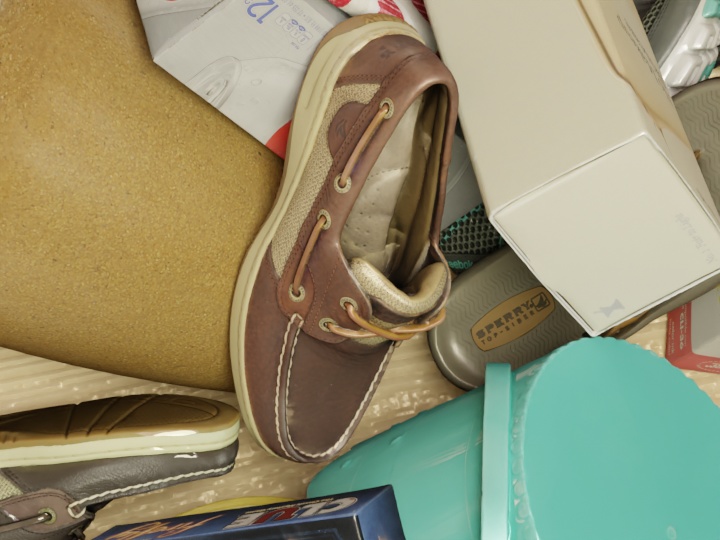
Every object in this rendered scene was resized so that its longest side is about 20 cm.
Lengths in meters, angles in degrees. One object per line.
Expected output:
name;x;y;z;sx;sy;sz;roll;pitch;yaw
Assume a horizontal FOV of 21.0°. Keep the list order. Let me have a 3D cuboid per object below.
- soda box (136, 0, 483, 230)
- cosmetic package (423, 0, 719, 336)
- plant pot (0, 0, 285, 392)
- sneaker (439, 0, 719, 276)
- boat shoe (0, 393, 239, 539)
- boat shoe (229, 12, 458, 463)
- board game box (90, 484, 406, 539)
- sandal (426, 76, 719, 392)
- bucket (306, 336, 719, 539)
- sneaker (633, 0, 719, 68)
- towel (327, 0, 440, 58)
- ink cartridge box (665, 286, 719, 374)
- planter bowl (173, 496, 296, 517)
soda box;-0.015;-0.085;0.848;0.063;0.200;0.069;-33;53;17
cosmetic package;0.082;-0.086;0.821;0.073;0.104;0.201;-28;50;16
plant pot;-0.108;-0.033;0.861;0.199;0.186;0.188;29;72;-21
sneaker;0.098;-0.071;0.927;0.091;0.078;0.201;35;99;11
boat shoe;-0.145;0.097;0.855;0.198;0.073;0.065;-8;98;12
boat shoe;0.000;0.000;0.799;0.072;0.072;0.202;0;116;-35
board game box;-0.026;0.192;0.758;0.134;0.035;0.202;-12;97;30
sandal;0.104;-0.008;0.867;0.199;0.054;0.082;-33;82;24
bucket;0.083;0.135;0.821;0.206;0.134;0.209;28;44;-31
sneaker;0.126;-0.147;0.986;0.198;0.076;0.092;-5;66;-16
towel;-0.006;-0.160;0.845;0.023;0.200;0.145;-31;64;20
ink cartridge box;0.228;0.003;0.894;0.115;0.200;0.068;8;75;-9
planter bowl;-0.037;0.195;0.855;0.198;0.083;0.202;3;76;-10
